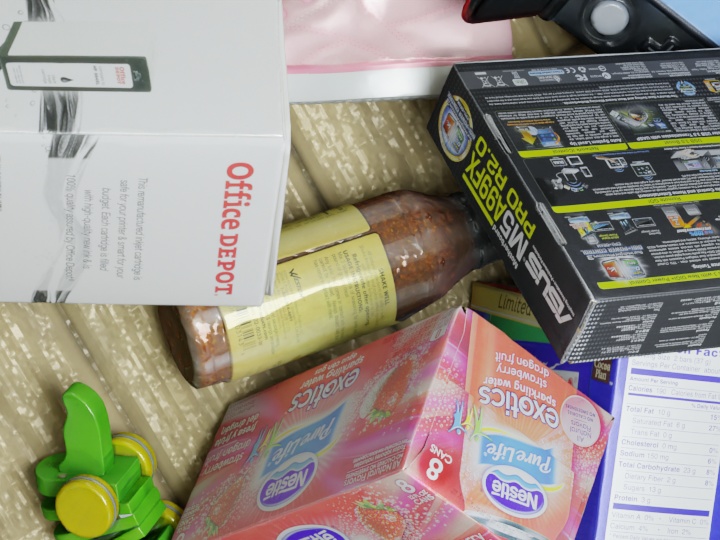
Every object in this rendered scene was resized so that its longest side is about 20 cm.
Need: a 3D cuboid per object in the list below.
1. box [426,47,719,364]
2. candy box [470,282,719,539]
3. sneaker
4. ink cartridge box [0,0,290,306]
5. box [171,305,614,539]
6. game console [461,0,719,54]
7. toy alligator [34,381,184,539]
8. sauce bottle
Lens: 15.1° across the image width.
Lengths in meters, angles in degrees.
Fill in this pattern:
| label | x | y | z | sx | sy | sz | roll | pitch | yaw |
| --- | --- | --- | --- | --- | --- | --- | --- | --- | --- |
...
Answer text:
| label | x | y | z | sx | sy | sz | roll | pitch | yaw |
| --- | --- | --- | --- | --- | --- | --- | --- | --- | --- |
| box | 0.152 | -0.036 | 1.300 | 0.199 | 0.161 | 0.044 | -6 | 139 | -29 |
| candy box | 0.109 | 0.114 | 1.348 | 0.077 | 0.169 | 0.201 | 7 | 93 | -23 |
| sneaker | -0.019 | -0.133 | 1.331 | 0.199 | 0.075 | 0.105 | -5 | 95 | -22 |
| ink cartridge box | -0.136 | -0.054 | 1.233 | 0.199 | 0.146 | 0.085 | 1 | 59 | -7 |
| box | 0.011 | 0.103 | 1.286 | 0.102 | 0.200 | 0.095 | 37 | 55 | -22 |
| game console | 0.170 | -0.166 | 1.309 | 0.172 | 0.119 | 0.200 | 35 | 114 | -17 |
| toy alligator | -0.113 | 0.149 | 1.341 | 0.054 | 0.059 | 0.201 | -18 | 107 | 27 |
| sauce bottle | 0.000 | 0.000 | 1.346 | 0.199 | 0.066 | 0.066 | -17 | 101 | -15 |
